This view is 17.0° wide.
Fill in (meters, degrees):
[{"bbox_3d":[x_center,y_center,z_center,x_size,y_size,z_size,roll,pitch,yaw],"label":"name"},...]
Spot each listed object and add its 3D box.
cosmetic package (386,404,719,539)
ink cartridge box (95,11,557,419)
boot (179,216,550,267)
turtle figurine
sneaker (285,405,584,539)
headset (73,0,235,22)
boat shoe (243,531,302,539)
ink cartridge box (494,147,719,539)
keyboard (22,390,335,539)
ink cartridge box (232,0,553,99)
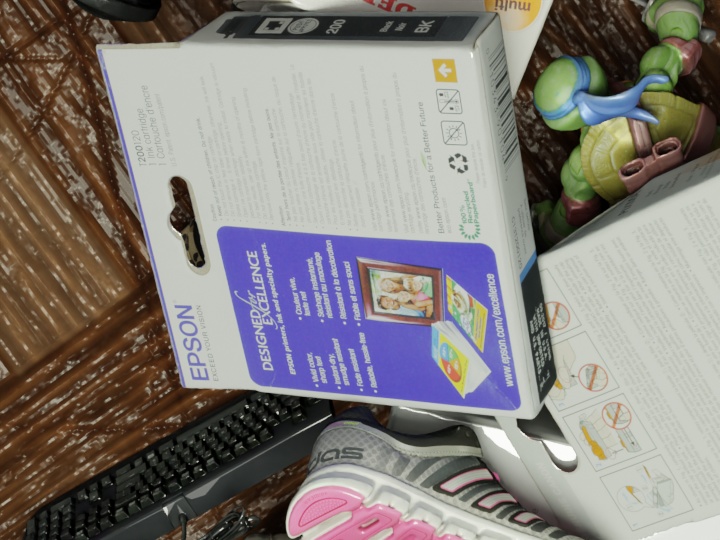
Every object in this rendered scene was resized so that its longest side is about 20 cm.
[{"bbox_3d":[0.096,0.172,1.294,0.199,0.123,0.201,13,101,2],"label":"cosmetic package"},{"bbox_3d":[-0.014,-0.028,1.159,0.199,0.043,0.199,3,121,25],"label":"ink cartridge box"},{"bbox_3d":[0.000,0.000,1.265,0.199,0.073,0.151,32,143,-9],"label":"boot"},{"bbox_3d":[0.153,-0.070,1.271,0.193,0.200,0.145,31,72,-24],"label":"turtle figurine"},{"bbox_3d":[0.056,0.124,1.193,0.199,0.088,0.074,23,129,-18],"label":"sneaker"},{"bbox_3d":[-0.105,-0.174,1.264,0.123,0.094,0.200,-37,111,11],"label":"headset"},{"bbox_3d":[-0.059,0.207,1.308,0.060,0.072,0.202,10,134,-14],"label":"boat shoe"},{"bbox_3d":[0.157,0.040,1.173,0.199,0.050,0.163,-24,104,34],"label":"ink cartridge box"},{"bbox_3d":[-0.100,0.123,1.304,0.199,0.127,0.021,-30,121,9],"label":"keyboard"},{"bbox_3d":[0.032,-0.177,1.202,0.128,0.125,0.201,21,89,-16],"label":"ink cartridge box"}]
